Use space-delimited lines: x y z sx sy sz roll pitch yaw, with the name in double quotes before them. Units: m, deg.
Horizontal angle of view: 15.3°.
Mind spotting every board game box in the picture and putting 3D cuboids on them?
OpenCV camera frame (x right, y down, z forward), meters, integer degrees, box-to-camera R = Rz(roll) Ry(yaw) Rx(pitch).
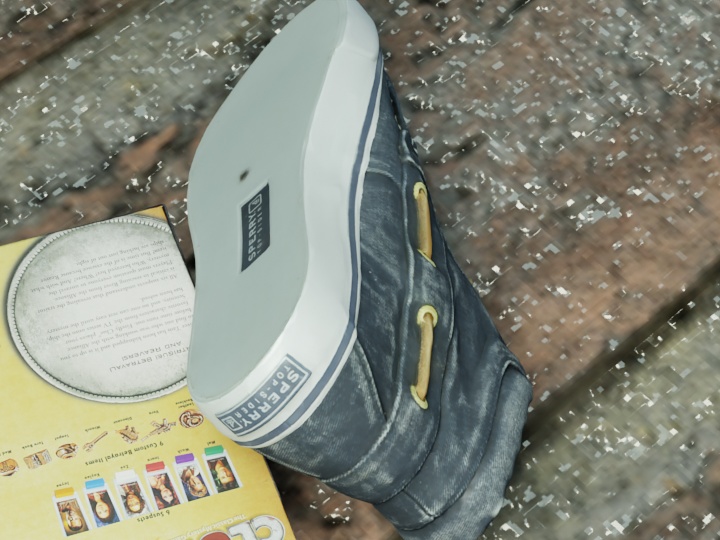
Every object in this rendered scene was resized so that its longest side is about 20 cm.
"board game box" -0.130 0.066 0.760 0.199 0.035 0.136 -14 58 -15

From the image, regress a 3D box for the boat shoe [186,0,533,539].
"boat shoe" 0.000 0.000 0.805 0.091 0.071 0.201 39 30 -23
